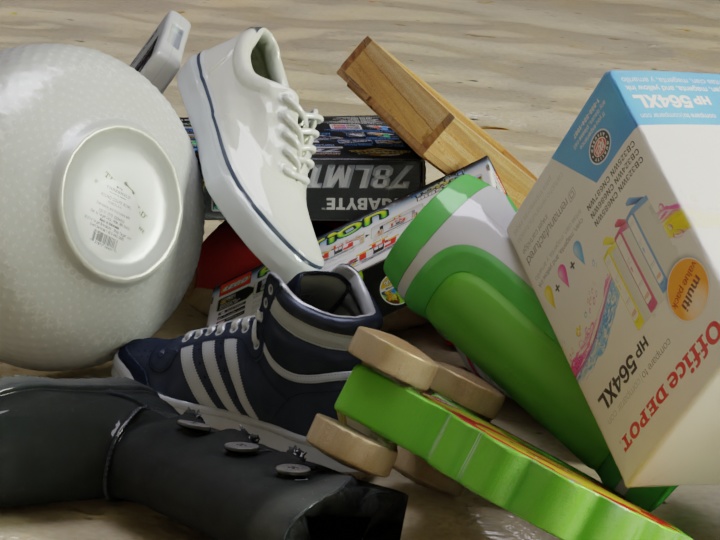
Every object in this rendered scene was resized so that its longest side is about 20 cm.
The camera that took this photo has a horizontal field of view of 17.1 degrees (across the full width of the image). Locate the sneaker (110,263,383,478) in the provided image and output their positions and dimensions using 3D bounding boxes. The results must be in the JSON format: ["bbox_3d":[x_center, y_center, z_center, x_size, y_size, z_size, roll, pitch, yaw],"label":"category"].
[{"bbox_3d":[-0.063,0.040,1.370,0.199,0.109,0.070,18,18,40],"label":"sneaker"}]

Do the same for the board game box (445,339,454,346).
[{"bbox_3d":[0.167,0.025,1.637,0.199,0.047,0.152,8,15,9],"label":"board game box"}]

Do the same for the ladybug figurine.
[{"bbox_3d":[-0.028,-0.003,1.622,0.199,0.072,0.136,-3,17,-28],"label":"ladybug figurine"}]

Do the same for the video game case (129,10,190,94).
[{"bbox_3d":[-0.185,-0.082,1.656,0.023,0.200,0.182,36,11,-10],"label":"video game case"}]

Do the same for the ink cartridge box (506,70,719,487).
[{"bbox_3d":[0.185,0.014,1.224,0.125,0.129,0.201,1,49,-30],"label":"ink cartridge box"}]

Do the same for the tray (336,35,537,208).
[{"bbox_3d":[0.070,-0.079,1.601,0.099,0.037,0.200,46,8,36],"label":"tray"}]

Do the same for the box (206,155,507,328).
[{"bbox_3d":[0.000,0.000,1.483,0.199,0.035,0.110,-25,17,9],"label":"box"}]

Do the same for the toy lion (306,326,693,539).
[{"bbox_3d":[0.082,0.104,1.208,0.191,0.069,0.200,27,0,21],"label":"toy lion"}]

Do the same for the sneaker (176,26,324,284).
[{"bbox_3d":[-0.058,-0.077,1.475,0.073,0.071,0.201,33,26,-48],"label":"sneaker"}]

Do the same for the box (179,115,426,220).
[{"bbox_3d":[-0.062,-0.071,1.632,0.199,0.050,0.199,-1,13,-5],"label":"box"}]

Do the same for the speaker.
[{"bbox_3d":[0.109,0.039,1.316,0.200,0.089,0.088,42,25,11],"label":"speaker"}]

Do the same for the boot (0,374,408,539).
[{"bbox_3d":[-0.099,0.111,1.196,0.199,0.066,0.164,23,24,37],"label":"boot"}]

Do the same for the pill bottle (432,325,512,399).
[{"bbox_3d":[0.125,0.035,1.462,0.108,0.109,0.200,-3,18,-31],"label":"pill bottle"}]

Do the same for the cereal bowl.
[{"bbox_3d":[-0.167,-0.039,1.431,0.083,0.201,0.199,-2,5,45],"label":"cereal bowl"}]
